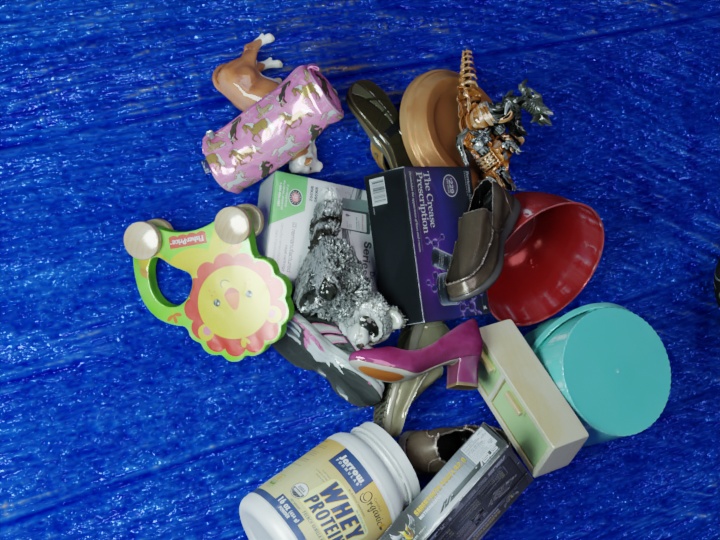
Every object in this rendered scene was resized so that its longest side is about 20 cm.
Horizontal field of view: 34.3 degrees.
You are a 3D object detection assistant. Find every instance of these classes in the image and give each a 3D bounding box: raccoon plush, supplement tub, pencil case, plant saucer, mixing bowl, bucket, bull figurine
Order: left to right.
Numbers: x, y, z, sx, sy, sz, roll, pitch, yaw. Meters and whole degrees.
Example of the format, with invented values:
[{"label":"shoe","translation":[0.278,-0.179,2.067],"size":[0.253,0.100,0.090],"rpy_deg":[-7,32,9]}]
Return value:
[{"label":"pencil case","translation":[-0.116,-0.186,1.526],"size":[0.199,0.086,0.083],"rpy_deg":[-33,56,15]},{"label":"bull figurine","translation":[-0.108,-0.226,1.602],"size":[0.200,0.065,0.122],"rpy_deg":[43,63,-10]},{"label":"supplement tub","translation":[-0.037,0.295,1.467],"size":[0.199,0.144,0.145],"rpy_deg":[-33,91,-24]},{"label":"raccoon plush","translation":[0.000,0.000,1.490],"size":[0.133,0.097,0.202],"rpy_deg":[20,74,-24]},{"label":"plant saucer","translation":[0.143,-0.197,1.678],"size":[0.199,0.037,0.203],"rpy_deg":[13,68,-36]},{"label":"mixing bowl","translation":[0.232,-0.035,1.642],"size":[0.198,0.202,0.108],"rpy_deg":[-17,41,-24]},{"label":"bucket","translation":[0.328,0.149,1.647],"size":[0.205,0.135,0.210],"rpy_deg":[5,76,-20]}]

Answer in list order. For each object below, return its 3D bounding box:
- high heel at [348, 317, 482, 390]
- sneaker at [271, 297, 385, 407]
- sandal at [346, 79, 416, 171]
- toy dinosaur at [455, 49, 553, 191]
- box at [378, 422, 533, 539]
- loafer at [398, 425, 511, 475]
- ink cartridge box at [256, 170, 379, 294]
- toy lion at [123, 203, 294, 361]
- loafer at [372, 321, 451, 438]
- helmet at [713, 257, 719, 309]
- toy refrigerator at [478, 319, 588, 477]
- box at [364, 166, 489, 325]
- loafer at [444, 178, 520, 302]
[{"label":"high heel","translation":[0.074,0.097,1.521],"size":[0.198,0.067,0.097],"rpy_deg":[9,71,-22]},{"label":"sneaker","translation":[-0.042,0.094,1.560],"size":[0.200,0.080,0.087],"rpy_deg":[42,47,-9]},{"label":"sandal","translation":[0.040,-0.175,1.651],"size":[0.201,0.054,0.082],"rpy_deg":[52,52,-5]},{"label":"toy dinosaur","translation":[0.187,-0.209,1.639],"size":[0.135,0.102,0.202],"rpy_deg":[-18,109,-24]},{"label":"box","translation":[0.127,0.305,1.497],"size":[0.200,0.159,0.048],"rpy_deg":[-47,59,-5]},{"label":"loafer","translation":[0.140,0.244,1.557],"size":[0.199,0.071,0.074],"rpy_deg":[2,78,-43]},{"label":"ink cartridge box","translation":[-0.040,-0.039,1.574],"size":[0.198,0.084,0.148],"rpy_deg":[10,75,-19]},{"label":"toy lion","translation":[-0.186,0.020,1.478],"size":[0.198,0.069,0.194],"rpy_deg":[-8,94,13]},{"label":"loafer","translation":[0.074,0.141,1.583],"size":[0.068,0.076,0.202],"rpy_deg":[24,70,-9]},{"label":"helmet","translation":[0.638,0.015,1.770],"size":[0.197,0.191,0.203],"rpy_deg":[1,97,8]},{"label":"toy refrigerator","translation":[0.217,0.172,1.585],"size":[0.069,0.076,0.201],"rpy_deg":[-13,57,-29]},{"label":"box","translation":[0.090,-0.033,1.545],"size":[0.140,0.078,0.203],"rpy_deg":[-5,87,-48]},{"label":"loafer","translation":[0.145,-0.042,1.505],"size":[0.071,0.073,0.201],"rpy_deg":[49,42,-25]}]
